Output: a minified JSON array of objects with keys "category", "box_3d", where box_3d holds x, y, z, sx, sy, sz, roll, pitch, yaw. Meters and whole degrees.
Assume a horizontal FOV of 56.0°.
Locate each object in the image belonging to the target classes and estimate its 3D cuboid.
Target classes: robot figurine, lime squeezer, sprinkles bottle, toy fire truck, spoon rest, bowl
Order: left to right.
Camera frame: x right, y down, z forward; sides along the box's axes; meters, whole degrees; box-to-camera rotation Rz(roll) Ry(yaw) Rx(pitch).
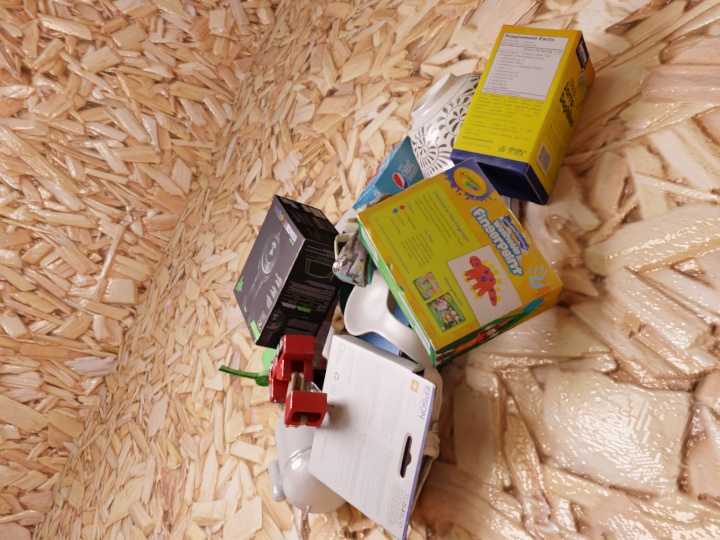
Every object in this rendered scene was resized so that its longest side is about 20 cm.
[{"category":"lime squeezer","box_3d":[-0.152,0.214,1.174,0.038,0.200,0.071,-45,6,16]},{"category":"toy fire truck","box_3d":[-0.094,0.169,0.963,0.200,0.049,0.141,120,152,-56]},{"category":"sprinkles bottle","box_3d":[-0.093,0.125,1.131,0.068,0.068,0.200,11,82,63]},{"category":"robot figurine","box_3d":[-0.067,0.280,1.023,0.170,0.113,0.200,-37,32,10]},{"category":"spoon rest","box_3d":[0.032,0.060,0.897,0.099,0.061,0.200,-60,34,4]},{"category":"bowl","box_3d":[0.140,-0.242,1.054,0.201,0.094,0.201,-45,14,14]}]

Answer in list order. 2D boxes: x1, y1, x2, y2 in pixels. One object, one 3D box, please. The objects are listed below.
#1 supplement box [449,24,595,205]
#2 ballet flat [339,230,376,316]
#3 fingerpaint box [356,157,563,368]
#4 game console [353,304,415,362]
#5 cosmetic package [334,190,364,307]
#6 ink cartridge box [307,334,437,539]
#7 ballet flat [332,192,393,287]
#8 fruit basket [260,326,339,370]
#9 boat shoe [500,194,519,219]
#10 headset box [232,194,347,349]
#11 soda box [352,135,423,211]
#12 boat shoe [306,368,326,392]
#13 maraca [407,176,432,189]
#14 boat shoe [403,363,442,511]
[{"category":"supplement box","box_3d":[0.217,-0.205,0.895,0.109,0.110,0.200,19,83,32]},{"category":"ballet flat","box_3d":[0.000,0.000,1.117,0.068,0.067,0.200,55,155,34]},{"category":"fingerpaint box","box_3d":[0.114,-0.012,0.817,0.167,0.073,0.200,-27,65,-6]},{"category":"game console","box_3d":[0.045,0.065,0.992,0.171,0.118,0.200,59,-131,-73]},{"category":"cosmetic package","box_3d":[-0.008,-0.032,1.202,0.200,0.101,0.071,-49,29,27]},{"category":"ink cartridge box","box_3d":[0.020,0.201,0.848,0.200,0.041,0.200,20,101,49]},{"category":"ballet flat","box_3d":[0.002,-0.053,0.973,0.072,0.072,0.200,-42,17,38]},{"category":"fruit basket","box_3d":[-0.093,0.169,1.220,0.200,0.094,0.185,36,108,42]},{"category":"boat shoe","box_3d":[0.159,-0.039,0.940,0.072,0.068,0.200,7,73,62]},{"category":"headset box","box_3d":[-0.113,0.011,1.067,0.200,0.093,0.174,-63,31,18]},{"category":"soda box","box_3d":[0.058,-0.149,1.143,0.064,0.068,0.200,-42,11,37]},{"category":"boat shoe","box_3d":[-0.005,0.187,0.970,0.201,0.066,0.072,8,36,40]},{"category":"maraca","box_3d":[0.101,-0.079,0.988,0.137,0.107,0.200,-38,-5,25]},{"category":"boat shoe","box_3d":[0.074,0.222,0.873,0.069,0.071,0.200,12,87,60]}]
